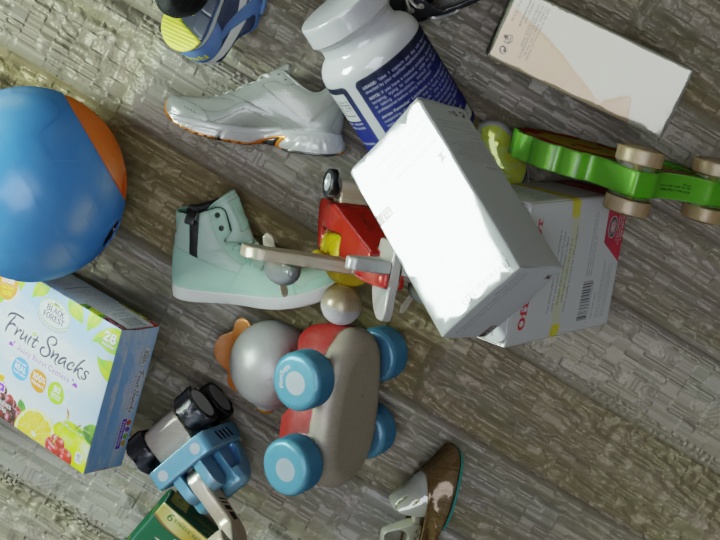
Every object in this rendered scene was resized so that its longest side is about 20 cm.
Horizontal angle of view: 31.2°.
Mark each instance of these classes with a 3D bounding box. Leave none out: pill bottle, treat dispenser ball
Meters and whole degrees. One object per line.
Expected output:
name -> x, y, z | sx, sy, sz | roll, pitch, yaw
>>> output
pill bottle -> 0.031, -0.192, 1.322 | 0.115, 0.116, 0.201 | -31, 113, 10
treat dispenser ball -> -0.344, -0.089, 1.347 | 0.197, 0.201, 0.204 | 1, 102, 4

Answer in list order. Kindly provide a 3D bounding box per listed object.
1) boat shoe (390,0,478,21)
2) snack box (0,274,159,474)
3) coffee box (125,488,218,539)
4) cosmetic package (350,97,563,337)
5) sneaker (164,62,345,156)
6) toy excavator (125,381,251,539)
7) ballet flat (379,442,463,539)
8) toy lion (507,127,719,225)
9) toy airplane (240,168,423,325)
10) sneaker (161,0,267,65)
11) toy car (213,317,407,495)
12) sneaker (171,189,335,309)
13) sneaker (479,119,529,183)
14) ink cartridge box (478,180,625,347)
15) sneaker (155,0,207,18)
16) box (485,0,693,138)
boat shoe -> 0.075, -0.295, 1.346 | 0.197, 0.060, 0.075 | -13, 103, 7
snack box -> -0.327, 0.099, 1.412 | 0.198, 0.067, 0.171 | 26, 106, 29
coffee box -> -0.243, 0.370, 1.519 | 0.123, 0.044, 0.200 | 42, 102, -5
cosmetic package -> 0.088, -0.048, 1.219 | 0.113, 0.081, 0.201 | -45, 60, 29
sneaker -> -0.110, -0.180, 1.385 | 0.197, 0.076, 0.094 | 8, 95, -6
toy excavator -> -0.162, 0.235, 1.398 | 0.100, 0.194, 0.201 | -40, 83, 10
ballet flat -> 0.060, 0.289, 1.467 | 0.071, 0.068, 0.203 | 8, 109, -20
toy lion -> 0.259, -0.108, 1.330 | 0.198, 0.191, 0.070 | 3, 106, -38
toy airplane -> 0.000, 0.000, 1.327 | 0.198, 0.199, 0.143 | 28, 116, 18
sneaker -> -0.132, -0.305, 1.358 | 0.074, 0.082, 0.201 | 33, 87, 27
toy car -> -0.081, 0.129, 1.418 | 0.198, 0.183, 0.180 | 16, 106, 30
sneaker -> -0.112, -0.025, 1.407 | 0.197, 0.074, 0.120 | 2, 109, 6
sneaker -> 0.147, -0.059, 1.384 | 0.074, 0.076, 0.203 | -3, 102, 5
ink cartridge box -> 0.183, -0.013, 1.325 | 0.083, 0.199, 0.147 | 19, 107, 37
sneaker -> -0.209, -0.325, 1.319 | 0.114, 0.202, 0.075 | -14, 143, 27
box -> 0.234, -0.218, 1.336 | 0.198, 0.095, 0.079 | 25, 103, 0
